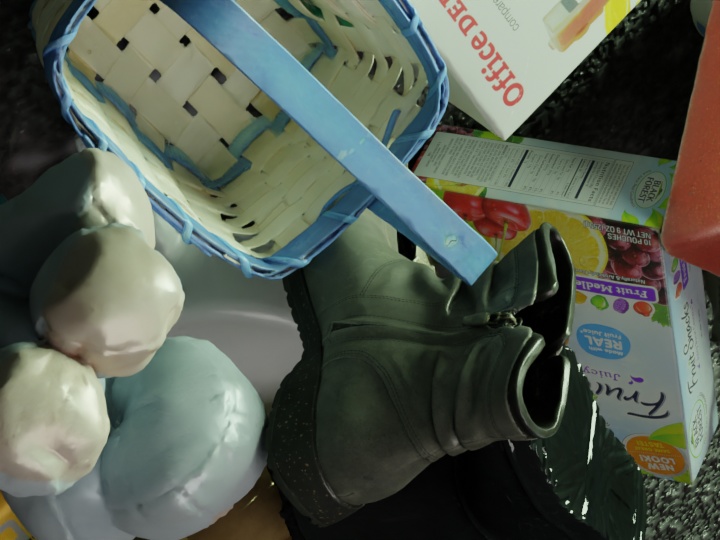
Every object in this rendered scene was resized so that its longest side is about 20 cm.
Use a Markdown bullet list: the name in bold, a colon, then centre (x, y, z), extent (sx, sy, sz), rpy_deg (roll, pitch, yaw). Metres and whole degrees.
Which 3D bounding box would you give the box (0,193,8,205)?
- **box**: centre (-0.214, 0.061, 0.900), extent (0.200, 0.049, 0.082), rpy_deg (-39, 138, -9)

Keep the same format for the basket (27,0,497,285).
- **basket**: centre (-0.043, -0.079, 0.808), extent (0.139, 0.200, 0.176), rpy_deg (-45, 125, 1)

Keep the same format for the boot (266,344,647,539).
- **boot**: centre (0.034, 0.092, 0.929), extent (0.198, 0.161, 0.074), rpy_deg (51, 41, -54)

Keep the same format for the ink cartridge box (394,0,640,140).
- **ink cartridge box**: centre (0.083, -0.183, 0.931), extent (0.200, 0.083, 0.145), rpy_deg (-46, 138, -1)

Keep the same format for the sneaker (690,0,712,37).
- **sneaker**: centre (0.253, -0.118, 1.127), extent (0.199, 0.076, 0.106), rpy_deg (-8, 126, -36)

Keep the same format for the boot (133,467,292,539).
- **boot**: centre (-0.073, 0.127, 0.988), extent (0.200, 0.066, 0.175), rpy_deg (-36, 170, -43)

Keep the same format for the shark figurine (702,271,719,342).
- **shark figurine**: centre (0.235, 0.000, 1.129), extent (0.089, 0.215, 0.129), rpy_deg (-13, 125, 20)

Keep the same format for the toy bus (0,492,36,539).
- **toy bus**: centre (-0.193, 0.134, 0.961), extent (0.200, 0.065, 0.078), rpy_deg (-39, 138, -9)

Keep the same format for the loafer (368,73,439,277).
- **loafer**: centre (0.000, 0.000, 0.999), extent (0.075, 0.068, 0.201), rpy_deg (-7, 126, 9)

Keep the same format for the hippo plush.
- **hippo plush**: centre (-0.125, 0.070, 0.791), extent (0.199, 0.160, 0.161), rpy_deg (-20, 131, 21)

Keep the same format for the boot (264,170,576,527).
- **boot**: centre (0.034, 0.013, 0.840), extent (0.130, 0.201, 0.068), rpy_deg (-25, 128, 25)

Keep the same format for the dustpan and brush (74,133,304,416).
- **dustpan and brush**: centre (-0.082, 0.006, 0.943), extent (0.139, 0.058, 0.200), rpy_deg (-16, 146, 18)

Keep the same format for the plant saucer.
- **plant saucer**: centre (0.241, -0.082, 1.023), extent (0.199, 0.037, 0.201), rpy_deg (19, 82, -46)

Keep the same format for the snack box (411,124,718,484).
- **snack box**: centre (0.111, 0.021, 1.065), extent (0.053, 0.141, 0.201), rpy_deg (-59, 149, -35)
